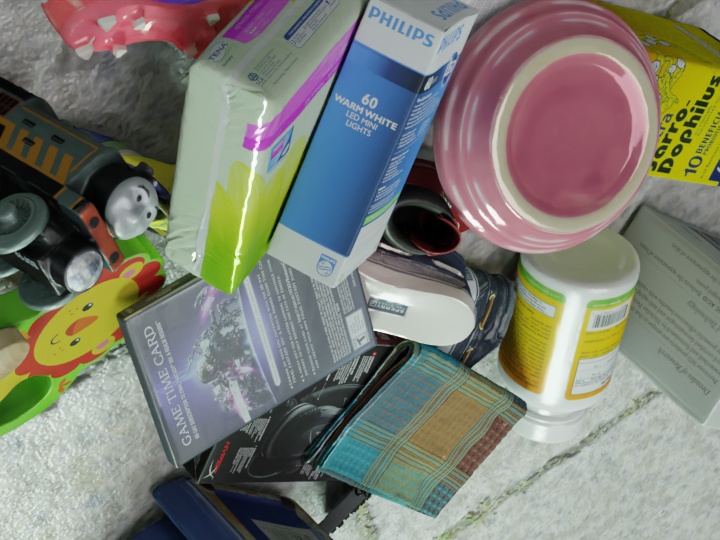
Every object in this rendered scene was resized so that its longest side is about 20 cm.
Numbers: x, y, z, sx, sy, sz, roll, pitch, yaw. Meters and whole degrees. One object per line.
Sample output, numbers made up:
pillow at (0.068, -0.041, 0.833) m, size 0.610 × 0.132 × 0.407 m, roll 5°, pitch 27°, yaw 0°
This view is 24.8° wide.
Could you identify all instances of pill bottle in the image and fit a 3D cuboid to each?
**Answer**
pill bottle at (0.190, 0.062, 1.546) m, size 0.111 × 0.111 × 0.201 m, roll -15°, pitch 132°, yaw -29°

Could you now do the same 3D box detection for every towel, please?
towel at (0.056, 0.144, 1.455) m, size 0.147 × 0.022 × 0.200 m, roll -50°, pitch 139°, yaw 8°

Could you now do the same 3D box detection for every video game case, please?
video game case at (-0.083, 0.046, 1.274) m, size 0.200 × 0.019 × 0.143 m, roll -30°, pitch 125°, yaw -23°

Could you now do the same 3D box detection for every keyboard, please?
keyboard at (0.034, 0.177, 1.536) m, size 0.200 × 0.021 × 0.127 m, roll -46°, pitch 175°, yaw 2°

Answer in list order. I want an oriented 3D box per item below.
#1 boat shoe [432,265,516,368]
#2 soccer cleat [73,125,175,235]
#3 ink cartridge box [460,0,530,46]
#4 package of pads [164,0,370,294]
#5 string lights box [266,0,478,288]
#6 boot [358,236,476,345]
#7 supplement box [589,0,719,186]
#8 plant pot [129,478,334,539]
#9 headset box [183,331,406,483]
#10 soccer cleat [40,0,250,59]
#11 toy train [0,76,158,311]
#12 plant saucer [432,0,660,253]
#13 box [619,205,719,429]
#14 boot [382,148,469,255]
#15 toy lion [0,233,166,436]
boat shoe at (0.070, 0.086, 1.499) m, size 0.091 × 0.071 × 0.201 m, roll 10°, pitch 117°, yaw -46°
soccer cleat at (-0.146, -0.049, 1.196) m, size 0.200 × 0.084 × 0.065 m, roll 18°, pitch 109°, yaw -46°
ink cartridge box at (0.086, -0.208, 1.259) m, size 0.200 × 0.076 × 0.137 m, roll 11°, pitch 116°, yaw -42°
package of pads at (-0.065, -0.104, 1.126) m, size 0.155 × 0.068 × 0.200 m, roll -55°, pitch 168°, yaw -40°
string lights box at (0.010, -0.098, 1.153) m, size 0.201 × 0.059 × 0.103 m, roll -67°, pitch 170°, yaw 22°
boot at (0.000, 0.000, 1.378) m, size 0.199 × 0.090 × 0.073 m, roll 19°, pitch 122°, yaw -17°
supplement box at (0.247, -0.153, 1.413) m, size 0.199 × 0.110 × 0.109 m, roll 4°, pitch 120°, yaw -41°
plant pot at (-0.108, 0.303, 1.445) m, size 0.200 × 0.200 × 0.180 m, roll 20°, pitch 103°, yaw -46°
headset box at (-0.051, 0.103, 1.408) m, size 0.199 × 0.077 × 0.149 m, roll 4°, pitch 120°, yaw -42°
soccer cleat at (-0.135, -0.185, 1.113) m, size 0.067 × 0.077 × 0.200 m, roll -40°, pitch 162°, yaw 35°
toy train at (-0.218, -0.054, 1.057) m, size 0.114 × 0.200 × 0.085 m, roll -47°, pitch 140°, yaw -19°
plant saucer at (0.153, -0.108, 1.253) m, size 0.200 × 0.051 × 0.201 m, roll -8°, pitch 108°, yaw -25°
box at (0.357, 0.057, 1.611) m, size 0.199 × 0.200 × 0.131 m, roll 15°, pitch 112°, yaw -46°
boot at (0.058, -0.044, 1.324) m, size 0.200 × 0.144 × 0.073 m, roll 19°, pitch 109°, yaw -48°
toy lion at (-0.235, 0.053, 1.208) m, size 0.191 × 0.069 × 0.200 m, roll -22°, pitch 154°, yaw -44°
